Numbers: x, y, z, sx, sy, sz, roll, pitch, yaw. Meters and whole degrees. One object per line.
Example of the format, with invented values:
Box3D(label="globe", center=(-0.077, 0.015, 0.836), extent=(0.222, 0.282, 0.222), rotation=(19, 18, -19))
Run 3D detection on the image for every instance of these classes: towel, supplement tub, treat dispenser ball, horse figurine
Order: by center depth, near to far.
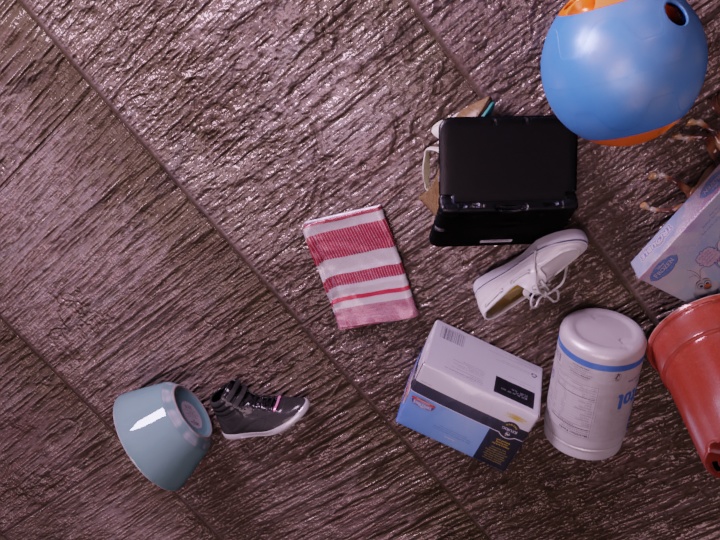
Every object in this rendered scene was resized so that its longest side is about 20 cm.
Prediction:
Box3D(label="treat dispenser ball", center=(0.323, -0.256, 1.079), extent=(0.197, 0.202, 0.204), rotation=(7, 120, 12))
Box3D(label="horse figurine", center=(0.472, -0.134, 1.190), extent=(0.131, 0.050, 0.202), rotation=(18, 117, -5))
Box3D(label="supplement tub", center=(0.358, 0.173, 1.346), extent=(0.130, 0.132, 0.203), rotation=(8, 121, 11))
Box3D(label="towel", center=(0.000, 0.000, 1.416), extent=(0.142, 0.023, 0.202), rotation=(-11, 114, 20))

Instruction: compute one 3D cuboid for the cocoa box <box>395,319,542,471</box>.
Box3D(label="cocoa box", center=(0.176, 0.201, 1.410), extent=(0.198, 0.134, 0.132), rotation=(24, 122, 2))

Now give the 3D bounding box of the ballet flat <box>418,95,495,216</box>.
Box3D(label="ballet flat", center=(0.130, -0.171, 1.270), extent=(0.072, 0.068, 0.202), rotation=(30, 127, 17))

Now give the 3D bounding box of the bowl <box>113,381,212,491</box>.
Box3D(label="bowl", center=(-0.344, 0.283, 1.586), extent=(0.104, 0.201, 0.202), rotation=(-35, 105, 9))

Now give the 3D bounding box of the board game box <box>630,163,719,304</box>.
Box3D(label="board game box", center=(0.515, -0.034, 1.208), extent=(0.197, 0.044, 0.201), rotation=(23, 123, -21))

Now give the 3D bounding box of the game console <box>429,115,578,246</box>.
Box3D(label="game console", center=(0.201, -0.123, 1.250), extent=(0.196, 0.118, 0.176), rotation=(-2, 156, -6))

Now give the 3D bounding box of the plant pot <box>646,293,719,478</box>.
Box3D(label="plant pot", center=(0.525, 0.172, 1.223), extent=(0.197, 0.197, 0.202), rotation=(-1, 137, -1))

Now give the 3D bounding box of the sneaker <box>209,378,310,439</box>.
Box3D(label="sneaker", center=(-0.190, 0.241, 1.571), extent=(0.198, 0.071, 0.100), rotation=(-17, 117, 28))

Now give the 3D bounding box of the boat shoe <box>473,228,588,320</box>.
Box3D(label="boat shoe", center=(0.257, 0.018, 1.302), extent=(0.201, 0.087, 0.074), rotation=(-31, 141, 29))
